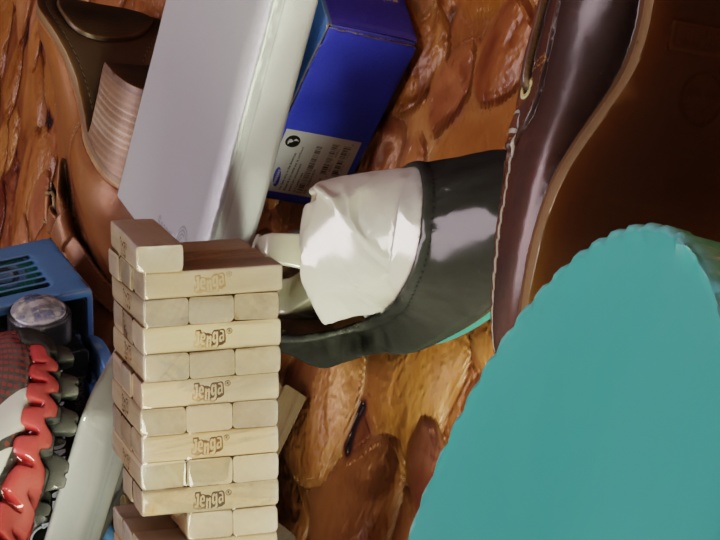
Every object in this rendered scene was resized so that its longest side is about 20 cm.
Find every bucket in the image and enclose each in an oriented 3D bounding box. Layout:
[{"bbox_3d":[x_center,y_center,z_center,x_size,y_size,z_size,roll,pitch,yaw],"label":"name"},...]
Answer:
[{"bbox_3d":[0.092,0.095,0.490,0.207,0.134,0.208,-162,90,-76],"label":"bucket"}]

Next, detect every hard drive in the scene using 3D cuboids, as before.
[{"bbox_3d":[-0.054,-0.105,0.977,0.132,0.026,0.201,-134,57,-62],"label":"hard drive"}]

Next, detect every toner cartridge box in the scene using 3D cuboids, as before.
[{"bbox_3d":[-0.030,-0.130,1.019,0.201,0.043,0.095,-105,34,-44],"label":"toner cartridge box"}]

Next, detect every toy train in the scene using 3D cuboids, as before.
[{"bbox_3d":[-0.165,0.087,1.154,0.114,0.086,0.201,-131,36,-50],"label":"toy train"}]

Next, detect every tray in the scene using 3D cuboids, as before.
[{"bbox_3d":[-0.096,0.049,1.039,0.200,0.022,0.108,-67,-2,-55],"label":"tray"}]

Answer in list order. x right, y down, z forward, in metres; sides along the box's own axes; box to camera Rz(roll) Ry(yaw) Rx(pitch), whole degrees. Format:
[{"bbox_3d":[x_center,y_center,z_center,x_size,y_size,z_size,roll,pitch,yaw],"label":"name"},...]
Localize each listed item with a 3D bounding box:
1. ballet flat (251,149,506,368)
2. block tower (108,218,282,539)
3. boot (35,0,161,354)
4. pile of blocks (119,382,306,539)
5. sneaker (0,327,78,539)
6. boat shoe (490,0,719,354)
[{"bbox_3d":[0.000,0.000,0.868,0.200,0.068,0.068,149,128,-61],"label":"ballet flat"},{"bbox_3d":[-0.062,0.083,0.870,0.054,0.057,0.201,-150,57,-69],"label":"block tower"},{"bbox_3d":[-0.142,-0.053,1.220,0.200,0.073,0.156,-122,42,-61],"label":"boot"},{"bbox_3d":[-0.071,0.131,0.968,0.062,0.082,0.201,141,133,-57],"label":"pile of blocks"},{"bbox_3d":[-0.168,0.093,0.911,0.201,0.097,0.071,-83,10,-45],"label":"sneaker"},{"bbox_3d":[0.082,-0.054,0.699,0.070,0.070,0.201,21,93,59],"label":"boat shoe"}]
